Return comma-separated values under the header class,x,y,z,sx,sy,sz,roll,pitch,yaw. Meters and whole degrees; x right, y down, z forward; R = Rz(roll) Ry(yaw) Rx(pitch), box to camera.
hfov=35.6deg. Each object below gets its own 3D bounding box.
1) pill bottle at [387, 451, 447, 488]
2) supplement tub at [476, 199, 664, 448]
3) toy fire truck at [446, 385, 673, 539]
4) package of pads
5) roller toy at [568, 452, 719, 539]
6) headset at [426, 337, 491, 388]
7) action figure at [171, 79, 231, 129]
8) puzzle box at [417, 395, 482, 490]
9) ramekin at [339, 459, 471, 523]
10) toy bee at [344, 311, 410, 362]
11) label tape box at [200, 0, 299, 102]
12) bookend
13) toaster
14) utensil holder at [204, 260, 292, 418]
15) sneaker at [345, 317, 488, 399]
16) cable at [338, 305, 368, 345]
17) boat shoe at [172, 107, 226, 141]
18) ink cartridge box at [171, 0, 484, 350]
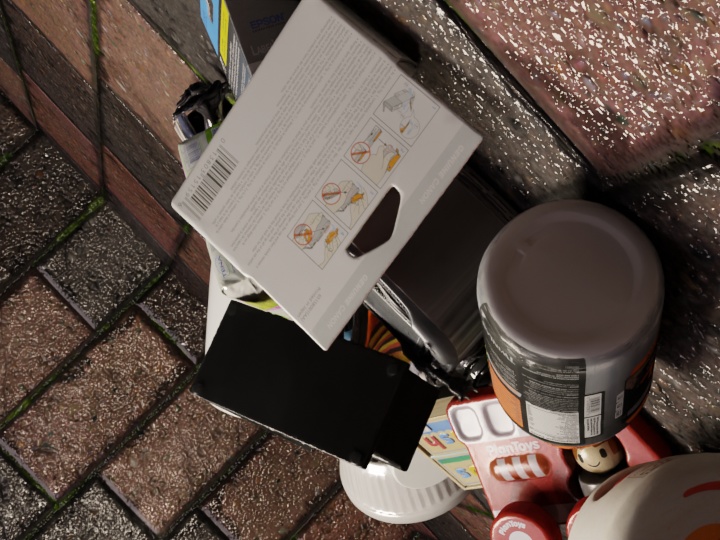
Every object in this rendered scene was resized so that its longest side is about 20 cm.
class,x,y,z,sx,sy,sz,roll,pitch,yaw
pill bottle,0.047,0.165,1.377,0.117,0.116,0.200,57,-179,-40
supplement tub,0.149,0.049,0.796,0.122,0.123,0.200,39,166,25
toy fire truck,0.187,0.175,1.036,0.199,0.112,0.169,-16,103,38
package of pads,-0.094,-0.038,1.071,0.200,0.068,0.156,33,-144,-71
roller toy,0.259,0.235,0.871,0.198,0.184,0.140,20,166,-2
headset,0.092,0.071,1.106,0.124,0.094,0.200,46,178,-3
action figure,-0.135,-0.110,1.233,0.201,0.102,0.119,57,-179,-25
puzzle box,0.144,0.174,1.162,0.199,0.026,0.133,-20,127,44
ramekin,0.060,0.223,1.471,0.202,0.202,0.095,33,151,44
toy bee,0.021,0.100,1.199,0.200,0.108,0.132,-46,48,51
label tape box,-0.075,-0.163,0.952,0.144,0.063,0.202,127,123,-77
bookend,-0.011,0.125,1.004,0.197,0.093,0.200,17,168,35
toaster,0.056,-0.010,0.896,0.200,0.129,0.114,44,168,11
utensil holder,-0.095,0.048,1.293,0.170,0.169,0.202,31,121,48
sneaker,0.060,0.101,1.304,0.203,0.077,0.146,57,155,-4
cable,0.000,0.000,1.081,0.050,0.201,0.097,-9,-128,-48
boat shoe,-0.150,-0.122,1.323,0.200,0.075,0.093,48,175,-5
ink cartridge box,-0.024,-0.074,0.824,0.173,0.201,0.043,42,-162,16
